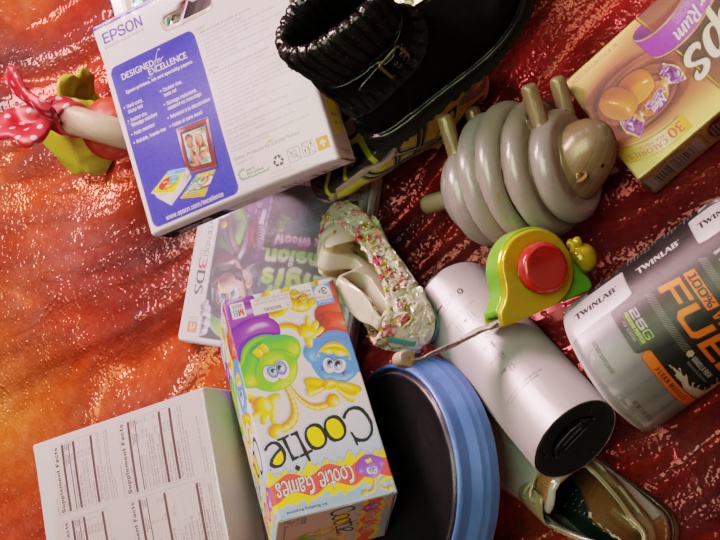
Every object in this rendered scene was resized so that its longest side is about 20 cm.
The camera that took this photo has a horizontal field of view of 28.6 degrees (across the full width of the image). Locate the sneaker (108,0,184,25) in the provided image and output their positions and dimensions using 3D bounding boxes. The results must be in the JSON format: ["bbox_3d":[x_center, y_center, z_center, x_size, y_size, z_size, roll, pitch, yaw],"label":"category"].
[{"bbox_3d":[-0.200,-0.256,1.460,0.093,0.070,0.202,-29,66,27],"label":"sneaker"}]

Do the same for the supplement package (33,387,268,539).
[{"bbox_3d":[-0.172,0.212,1.316,0.198,0.151,0.153,-20,73,24],"label":"supplement package"}]

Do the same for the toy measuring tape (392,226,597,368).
[{"bbox_3d":[0.105,0.013,1.148,0.198,0.074,0.074,-22,66,-18],"label":"toy measuring tape"}]

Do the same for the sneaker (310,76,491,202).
[{"bbox_3d":[0.039,-0.124,1.296,0.199,0.076,0.076,-38,46,16],"label":"sneaker"}]

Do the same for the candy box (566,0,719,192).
[{"bbox_3d":[0.285,-0.177,1.190,0.200,0.056,0.117,-41,65,18],"label":"candy box"}]

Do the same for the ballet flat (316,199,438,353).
[{"bbox_3d":[0.000,0.000,1.250,0.200,0.063,0.076,50,132,45],"label":"ballet flat"}]

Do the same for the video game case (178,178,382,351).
[{"bbox_3d":[-0.081,-0.009,1.379,0.197,0.023,0.185,7,85,29],"label":"video game case"}]

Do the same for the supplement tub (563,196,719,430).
[{"bbox_3d":[0.271,0.025,1.124,0.199,0.122,0.123,-39,66,18],"label":"supplement tub"}]

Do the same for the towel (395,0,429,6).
[{"bbox_3d":[0.070,-0.334,1.293,0.147,0.036,0.202,-29,71,24],"label":"towel"}]

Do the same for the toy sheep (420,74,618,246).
[{"bbox_3d":[0.133,-0.085,1.218,0.198,0.137,0.140,-15,73,41],"label":"toy sheep"}]

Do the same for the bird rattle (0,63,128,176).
[{"bbox_3d":[-0.273,-0.156,1.424,0.161,0.200,0.114,13,88,6],"label":"bird rattle"}]

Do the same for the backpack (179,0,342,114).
[{"bbox_3d":[-0.095,-0.197,1.342,0.176,0.150,0.203,24,104,37],"label":"backpack"}]

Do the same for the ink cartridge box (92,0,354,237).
[{"bbox_3d":[-0.124,-0.157,1.253,0.195,0.047,0.203,-20,80,22],"label":"ink cartridge box"}]

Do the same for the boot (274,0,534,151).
[{"bbox_3d":[0.042,-0.212,1.179,0.211,0.158,0.079,-46,46,-1],"label":"boot"}]

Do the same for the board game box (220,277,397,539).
[{"bbox_3d":[-0.049,0.127,1.207,0.101,0.105,0.202,-12,62,-12],"label":"board game box"}]

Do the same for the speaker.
[{"bbox_3d":[0.126,0.080,1.186,0.082,0.081,0.200,-51,45,11],"label":"speaker"}]

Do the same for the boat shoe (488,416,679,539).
[{"bbox_3d":[0.170,0.177,1.183,0.198,0.068,0.076,25,93,30],"label":"boat shoe"}]

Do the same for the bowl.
[{"bbox_3d":[0.046,0.175,1.212,0.200,0.039,0.204,2,92,59],"label":"bowl"}]
